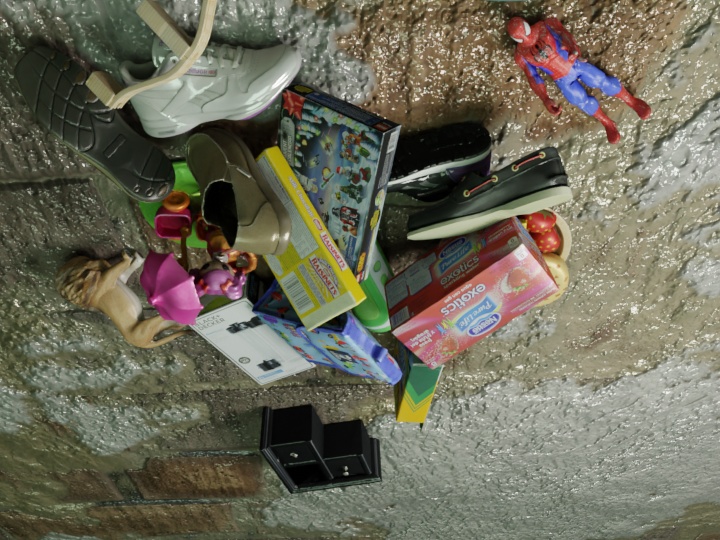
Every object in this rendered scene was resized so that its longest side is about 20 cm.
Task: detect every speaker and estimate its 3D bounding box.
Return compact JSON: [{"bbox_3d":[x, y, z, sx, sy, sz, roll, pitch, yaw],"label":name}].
[{"bbox_3d":[0.000,0.000,0.874,0.087,0.089,0.201,-15,136,15],"label":"speaker"}]

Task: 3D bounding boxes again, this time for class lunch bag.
[{"bbox_3d":[-0.032,0.087,0.886,0.199,0.095,0.151,19,157,45],"label":"lunch bag"}]

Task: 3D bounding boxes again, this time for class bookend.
[{"bbox_3d":[-0.073,0.347,1.241,0.197,0.093,0.200,-10,137,7],"label":"bookend"}]

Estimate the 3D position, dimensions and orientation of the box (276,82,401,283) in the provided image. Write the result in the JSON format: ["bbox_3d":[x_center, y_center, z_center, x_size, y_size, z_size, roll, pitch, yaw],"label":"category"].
[{"bbox_3d":[-0.038,-0.094,0.722,0.136,0.040,0.202,28,127,23],"label":"box"}]

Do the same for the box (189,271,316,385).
[{"bbox_3d":[-0.167,0.094,0.988,0.115,0.061,0.201,-20,134,18],"label":"box"}]

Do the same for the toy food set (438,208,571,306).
[{"bbox_3d":[0.200,-0.017,0.888,0.195,0.049,0.202,-6,138,5],"label":"toy food set"}]

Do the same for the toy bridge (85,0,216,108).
[{"bbox_3d":[-0.184,-0.231,0.606,0.067,0.027,0.200,46,109,-3],"label":"toy bridge"}]

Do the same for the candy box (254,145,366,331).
[{"bbox_3d":[-0.079,-0.034,0.737,0.102,0.026,0.202,-29,91,42],"label":"candy box"}]

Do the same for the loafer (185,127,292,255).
[{"bbox_3d":[-0.149,-0.093,0.696,0.067,0.200,0.077,-9,135,-43],"label":"loafer"}]

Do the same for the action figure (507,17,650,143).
[{"bbox_3d":[0.230,-0.192,0.657,0.198,0.100,0.065,28,129,-25],"label":"action figure"}]

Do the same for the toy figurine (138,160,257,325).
[{"bbox_3d":[-0.191,-0.016,0.777,0.197,0.186,0.151,6,137,-9],"label":"toy figurine"}]

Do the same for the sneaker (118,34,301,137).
[{"bbox_3d":[-0.160,-0.205,0.654,0.197,0.076,0.100,-14,133,12],"label":"sneaker"}]

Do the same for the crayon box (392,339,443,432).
[{"bbox_3d":[0.087,0.157,1.014,0.051,0.127,0.202,3,137,-4],"label":"crayon box"}]

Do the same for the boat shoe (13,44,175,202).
[{"bbox_3d":[-0.297,-0.153,0.702,0.200,0.076,0.074,50,163,-21],"label":"boat shoe"}]

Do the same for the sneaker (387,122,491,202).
[{"bbox_3d":[0.063,-0.111,0.766,0.197,0.077,0.088,-8,143,6],"label":"sneaker"}]

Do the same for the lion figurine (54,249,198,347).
[{"bbox_3d":[-0.333,0.051,0.887,0.122,0.072,0.201,-39,92,4],"label":"lion figurine"}]

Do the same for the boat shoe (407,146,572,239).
[{"bbox_3d":[0.142,-0.084,0.733,0.199,0.064,0.073,-19,170,28],"label":"boat shoe"}]

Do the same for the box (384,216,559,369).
[{"bbox_3d":[0.136,0.021,0.803,0.199,0.100,0.095,-36,122,19],"label":"box"}]
